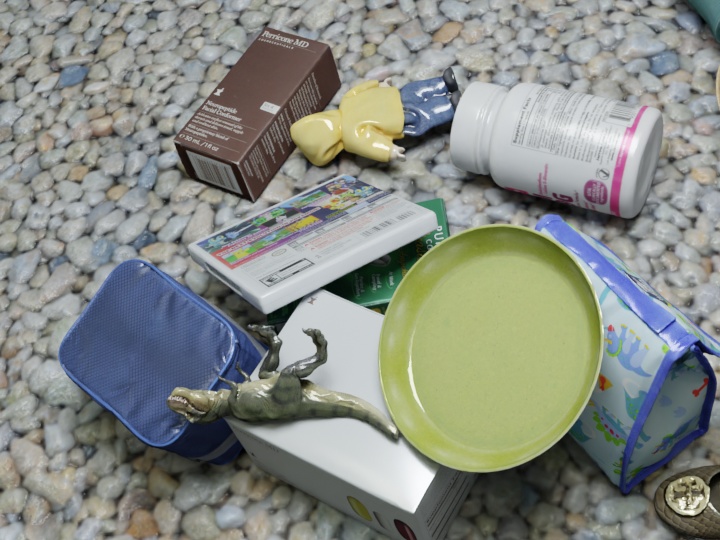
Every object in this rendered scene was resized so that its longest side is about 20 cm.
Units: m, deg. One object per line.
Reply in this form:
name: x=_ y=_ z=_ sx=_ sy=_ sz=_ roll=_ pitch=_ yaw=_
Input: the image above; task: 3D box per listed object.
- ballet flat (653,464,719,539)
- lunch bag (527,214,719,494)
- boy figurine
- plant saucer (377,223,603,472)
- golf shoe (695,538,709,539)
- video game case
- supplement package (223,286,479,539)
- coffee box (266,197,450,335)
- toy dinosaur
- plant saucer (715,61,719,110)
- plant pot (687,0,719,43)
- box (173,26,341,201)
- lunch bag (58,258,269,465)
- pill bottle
ballet flat: x=0.346 y=0.188 z=0.847 sx=0.198 sy=0.046 sz=0.068 roll=-1 pitch=55 yaw=13
lunch bag: x=0.213 y=0.062 z=0.872 sx=0.127 sy=0.200 sz=0.170 roll=-35 pitch=54 yaw=-11
boy figurine: x=0.021 y=-0.166 z=1.162 sx=0.199 sy=0.065 sz=0.125 roll=-17 pitch=54 yaw=2
plant saucer: x=0.105 y=0.063 z=0.826 sx=0.199 sy=0.031 sz=0.202 roll=-11 pitch=70 yaw=31
golf shoe: x=0.320 y=0.293 z=0.775 sx=0.094 sy=0.078 sz=0.201 roll=-11 pitch=54 yaw=-16
video game case: x=-0.052 y=-0.033 z=1.028 sx=0.199 sy=0.023 sz=0.182 roll=-27 pitch=29 yaw=-22
supplement package: x=0.009 y=0.134 z=0.927 sx=0.199 sy=0.111 sz=0.156 roll=21 pitch=63 yaw=26
coffee box: x=0.000 y=0.000 z=1.062 sx=0.198 sy=0.044 sz=0.124 roll=-12 pitch=52 yaw=6
toy dinosaur: x=-0.063 y=0.092 z=0.870 sx=0.198 sy=0.047 sz=0.089 roll=2 pitch=87 yaw=11
plant saucer: x=0.469 y=-0.181 z=1.058 sx=0.199 sy=0.035 sz=0.202 roll=-3 pitch=72 yaw=8
plant pot: x=0.429 y=-0.359 z=1.128 sx=0.198 sy=0.200 sz=0.189 roll=-11 pitch=68 yaw=5
box: x=-0.118 y=-0.187 z=1.205 sx=0.100 sy=0.075 sz=0.201 roll=20 pitch=61 yaw=25
lunch bag: x=-0.182 y=0.090 z=0.993 sx=0.200 sy=0.132 sz=0.136 roll=34 pitch=85 yaw=30
pill bottle: x=0.202 y=-0.131 z=1.063 sx=0.199 sy=0.114 sz=0.114 roll=17 pitch=61 yaw=24
